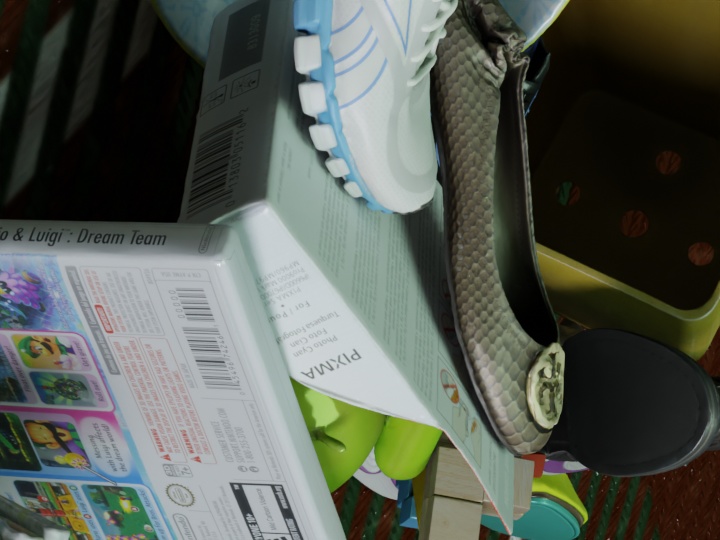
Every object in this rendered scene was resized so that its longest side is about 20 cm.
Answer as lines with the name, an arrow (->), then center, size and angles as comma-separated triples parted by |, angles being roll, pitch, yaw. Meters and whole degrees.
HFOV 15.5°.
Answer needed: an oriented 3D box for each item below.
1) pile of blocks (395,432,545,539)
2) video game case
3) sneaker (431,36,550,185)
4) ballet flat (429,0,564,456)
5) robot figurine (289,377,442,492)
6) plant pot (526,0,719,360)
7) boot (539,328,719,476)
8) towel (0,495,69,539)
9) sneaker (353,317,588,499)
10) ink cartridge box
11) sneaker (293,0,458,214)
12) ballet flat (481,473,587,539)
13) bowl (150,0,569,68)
pile of blocks -> 0.052, 0.078, 1.267 | 0.200, 0.062, 0.082 | -93, -163, -54
video game case -> -0.113, 0.053, 1.066 | 0.200, 0.182, 0.024 | 73, 26, -46
sneaker -> 0.049, -0.082, 1.259 | 0.070, 0.078, 0.200 | 32, 49, -36
ballet flat -> 0.061, -0.023, 1.116 | 0.067, 0.046, 0.200 | 2, 78, -73
robot figurine -> -0.044, 0.036, 1.177 | 0.200, 0.175, 0.116 | -93, -160, -75
plant pot -> 0.139, -0.061, 1.394 | 0.200, 0.200, 0.176 | -59, 161, -16
boot -> 0.168, 0.066, 1.317 | 0.174, 0.200, 0.069 | 3, 87, -29
towel -> -0.186, 0.169, 1.021 | 0.048, 0.171, 0.200 | 15, 96, -42
sneaker -> 0.057, 0.067, 1.415 | 0.200, 0.100, 0.075 | -3, 143, -38
ink cartridge box -> 0.000, 0.000, 1.109 | 0.200, 0.047, 0.160 | 55, 23, -31
sneaker -> 0.017, -0.116, 1.039 | 0.075, 0.086, 0.200 | -59, 141, -61
ballet flat -> 0.077, 0.110, 1.512 | 0.200, 0.067, 0.067 | 24, 65, -57
bowl -> -0.003, -0.178, 1.146 | 0.108, 0.200, 0.200 | -101, 180, -48
